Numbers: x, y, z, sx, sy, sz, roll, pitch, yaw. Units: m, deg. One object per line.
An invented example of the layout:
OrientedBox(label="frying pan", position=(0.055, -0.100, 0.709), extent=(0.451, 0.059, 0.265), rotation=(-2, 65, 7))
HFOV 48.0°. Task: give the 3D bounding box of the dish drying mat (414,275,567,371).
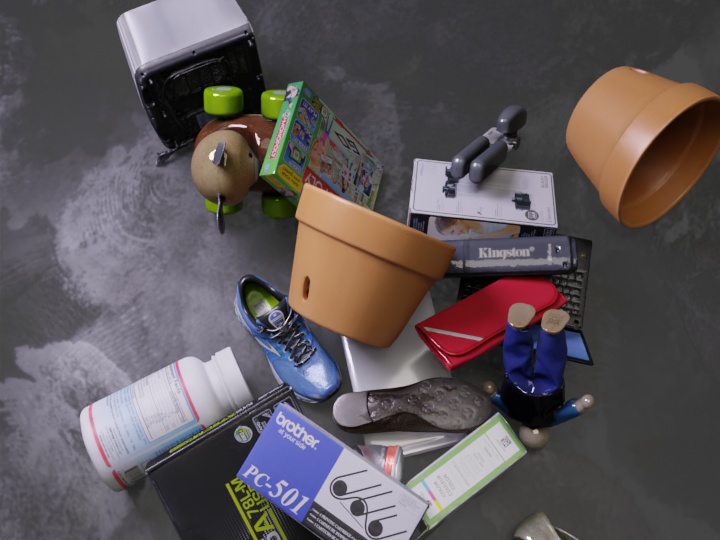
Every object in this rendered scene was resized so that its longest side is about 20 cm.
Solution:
OrientedBox(label="dish drying mat", position=(0.163, 0.053, 0.995), extent=(0.197, 0.018, 0.077), rotation=(-25, 53, -27))

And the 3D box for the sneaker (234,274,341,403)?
OrientedBox(label="sneaker", position=(-0.100, 0.086, 1.037), extent=(0.078, 0.090, 0.200), rotation=(-40, 73, -13))

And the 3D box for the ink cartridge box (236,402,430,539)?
OrientedBox(label="ink cartridge box", position=(-0.030, 0.241, 0.886), extent=(0.197, 0.044, 0.095), rotation=(31, 84, 14))

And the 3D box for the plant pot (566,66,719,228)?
OrientedBox(label="plant pot", position=(0.374, -0.180, 1.095), extent=(0.198, 0.202, 0.140), rotation=(-34, 55, -13))

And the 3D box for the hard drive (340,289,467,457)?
OrientedBox(label="hard drive", position=(0.051, 0.136, 1.050), extent=(0.128, 0.027, 0.205), rotation=(-12, 69, -4))

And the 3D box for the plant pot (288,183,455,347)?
OrientedBox(label="plant pot", position=(0.000, 0.000, 0.971), extent=(0.196, 0.200, 0.143), rotation=(23, 95, 9))

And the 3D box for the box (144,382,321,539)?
OrientedBox(label="box", position=(-0.123, 0.267, 0.948), extent=(0.190, 0.047, 0.204), rotation=(-28, 97, -13))

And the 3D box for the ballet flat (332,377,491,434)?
OrientedBox(label="ballet flat", position=(0.062, 0.173, 0.992), extent=(0.194, 0.047, 0.069), rotation=(-6, 63, 3))

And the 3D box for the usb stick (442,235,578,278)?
OrientedBox(label="usb stick", position=(0.178, -0.017, 1.040), extent=(0.194, 0.033, 0.057), rotation=(-1, 55, 10))

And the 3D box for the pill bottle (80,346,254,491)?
OrientedBox(label="pill bottle", position=(-0.232, 0.176, 0.992), extent=(0.196, 0.109, 0.110), rotation=(-26, 70, -10))

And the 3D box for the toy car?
OrientedBox(label="toy car", position=(-0.153, -0.132, 1.036), extent=(0.153, 0.201, 0.169), rotation=(4, 112, 2))

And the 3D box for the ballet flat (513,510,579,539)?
OrientedBox(label="ballet flat", position=(0.266, 0.363, 0.939), extent=(0.062, 0.068, 0.200), rotation=(-39, 73, -24))

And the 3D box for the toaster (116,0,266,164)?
OrientedBox(label="toaster", position=(-0.237, -0.278, 1.137), extent=(0.196, 0.182, 0.120), rotation=(-24, 64, -8))

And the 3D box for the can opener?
OrientedBox(label="can opener", position=(0.177, -0.176, 1.112), extent=(0.051, 0.068, 0.200), rotation=(14, 33, 23))

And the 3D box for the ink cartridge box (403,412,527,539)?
OrientedBox(label="ink cartridge box", position=(0.099, 0.260, 0.959), extent=(0.198, 0.104, 0.060), rotation=(-35, 71, -12))

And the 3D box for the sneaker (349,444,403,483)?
OrientedBox(label="sneaker", position=(-0.001, 0.298, 0.931), extent=(0.080, 0.077, 0.206), rotation=(10, 81, 5))

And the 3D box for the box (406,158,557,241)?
OrientedBox(label="box", position=(0.162, -0.085, 1.099), extent=(0.194, 0.061, 0.118), rotation=(6, 45, 2))

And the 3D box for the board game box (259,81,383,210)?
OrientedBox(label="board game box", position=(-0.045, -0.133, 1.075), extent=(0.029, 0.199, 0.138), rotation=(-3, 63, 36))

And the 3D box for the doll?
OrientedBox(label="doll", position=(0.213, 0.139, 0.964), extent=(0.133, 0.204, 0.049), rotation=(9, 36, 20))

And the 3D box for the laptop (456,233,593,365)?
OrientedBox(label="laptop", position=(0.217, 0.020, 1.053), extent=(0.172, 0.104, 0.205), rotation=(12, 71, 5))
